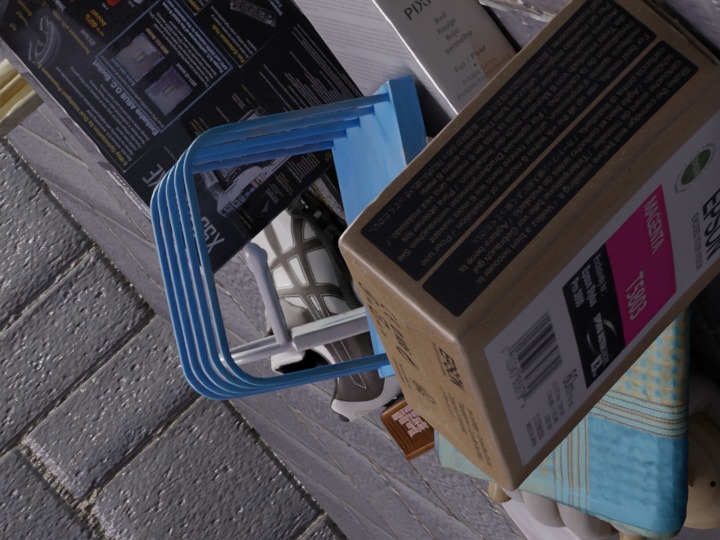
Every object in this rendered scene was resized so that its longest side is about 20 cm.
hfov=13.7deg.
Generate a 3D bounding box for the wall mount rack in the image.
[{"bbox_3d":[0.000,0.000,1.755,0.174,0.200,0.075,-132,25,-87],"label":"wall mount rack"}]

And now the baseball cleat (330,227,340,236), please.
[{"bbox_3d":[0.010,-0.009,2.038,0.200,0.070,0.107,26,153,43],"label":"baseball cleat"}]

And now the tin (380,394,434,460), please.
[{"bbox_3d":[0.075,0.063,1.813,0.042,0.112,0.200,57,162,2],"label":"tin"}]

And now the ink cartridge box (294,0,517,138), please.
[{"bbox_3d":[-0.002,-0.154,1.498,0.200,0.050,0.162,56,170,-18],"label":"ink cartridge box"}]

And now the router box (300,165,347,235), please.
[{"bbox_3d":[-0.034,-0.091,1.881,0.149,0.051,0.200,40,171,40],"label":"router box"}]

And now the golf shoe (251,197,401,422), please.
[{"bbox_3d":[-0.040,0.013,1.901,0.200,0.094,0.078,44,178,32],"label":"golf shoe"}]

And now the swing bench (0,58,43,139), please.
[{"bbox_3d":[-0.258,-0.180,2.097,0.130,0.199,0.200,39,168,44],"label":"swing bench"}]

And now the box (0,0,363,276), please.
[{"bbox_3d":[-0.097,-0.121,1.715,0.200,0.158,0.050,48,171,-12],"label":"box"}]

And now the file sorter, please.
[{"bbox_3d":[-0.033,-0.008,1.537,0.200,0.122,0.139,151,108,-80],"label":"file sorter"}]

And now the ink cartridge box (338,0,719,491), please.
[{"bbox_3d":[0.084,-0.012,1.285,0.075,0.165,0.200,41,170,22],"label":"ink cartridge box"}]

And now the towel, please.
[{"bbox_3d":[0.102,0.038,1.512,0.146,0.022,0.200,18,131,26],"label":"towel"}]

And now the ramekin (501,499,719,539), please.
[{"bbox_3d":[0.179,0.167,1.860,0.202,0.094,0.202,45,171,9],"label":"ramekin"}]

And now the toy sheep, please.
[{"bbox_3d":[0.124,0.083,1.636,0.200,0.138,0.138,26,163,25],"label":"toy sheep"}]

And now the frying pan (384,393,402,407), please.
[{"bbox_3d":[0.085,0.082,1.965,0.115,0.031,0.190,44,150,2],"label":"frying pan"}]
